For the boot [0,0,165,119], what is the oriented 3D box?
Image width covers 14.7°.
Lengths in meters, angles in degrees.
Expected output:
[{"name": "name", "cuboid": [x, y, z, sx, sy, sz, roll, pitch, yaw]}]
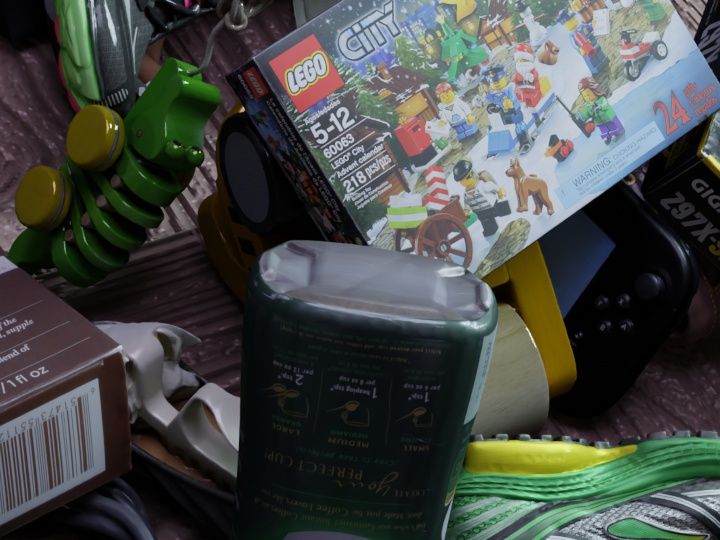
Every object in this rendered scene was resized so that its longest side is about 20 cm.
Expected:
[{"name": "boot", "cuboid": [-0.081, -0.154, 1.453, 0.199, 0.069, 0.188, -30, 45, -21]}]

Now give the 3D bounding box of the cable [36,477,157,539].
[{"name": "cable", "cuboid": [-0.169, 0.146, 1.180, 0.163, 0.051, 0.200, 29, 44, 28]}]

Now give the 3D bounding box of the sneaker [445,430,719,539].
[{"name": "sneaker", "cuboid": [0.117, 0.121, 1.242, 0.198, 0.078, 0.086, -1, 70, -15]}]

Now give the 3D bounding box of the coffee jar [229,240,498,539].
[{"name": "coffee jar", "cuboid": [-0.008, 0.094, 1.151, 0.103, 0.201, 0.085, 9, 20, -2]}]

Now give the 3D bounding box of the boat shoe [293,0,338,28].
[{"name": "boat shoe", "cuboid": [-0.002, -0.163, 1.493, 0.071, 0.061, 0.202, -16, 43, 15]}]

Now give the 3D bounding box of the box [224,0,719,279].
[{"name": "box", "cuboid": [0.055, -0.081, 1.250, 0.200, 0.038, 0.137, -35, 97, -25]}]

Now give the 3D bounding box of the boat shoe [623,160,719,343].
[{"name": "boat shoe", "cuboid": [0.115, -0.041, 1.385, 0.070, 0.071, 0.200, -28, 57, -36]}]

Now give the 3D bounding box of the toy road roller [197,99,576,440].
[{"name": "toy road roller", "cuboid": [0.000, 0.000, 1.314, 0.122, 0.146, 0.201, -19, 89, -25]}]

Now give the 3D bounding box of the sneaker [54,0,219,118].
[{"name": "sneaker", "cuboid": [-0.098, -0.150, 1.356, 0.083, 0.077, 0.201, 9, 49, 6]}]

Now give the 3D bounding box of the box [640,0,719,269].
[{"name": "box", "cuboid": [0.228, -0.058, 1.382, 0.160, 0.049, 0.201, 41, 43, -15]}]

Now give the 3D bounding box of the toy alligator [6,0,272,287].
[{"name": "toy alligator", "cuboid": [-0.097, -0.052, 1.289, 0.059, 0.200, 0.054, 18, 35, -45]}]

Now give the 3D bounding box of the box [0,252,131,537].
[{"name": "box", "cuboid": [-0.198, 0.034, 1.230, 0.100, 0.075, 0.200, -26, 41, -33]}]

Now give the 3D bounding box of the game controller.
[{"name": "game controller", "cuboid": [0.075, -0.023, 1.344, 0.200, 0.104, 0.042, 46, 15, 28]}]

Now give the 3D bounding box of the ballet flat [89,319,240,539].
[{"name": "ballet flat", "cuboid": [-0.081, 0.064, 1.253, 0.199, 0.069, 0.068, 31, 50, 19]}]
